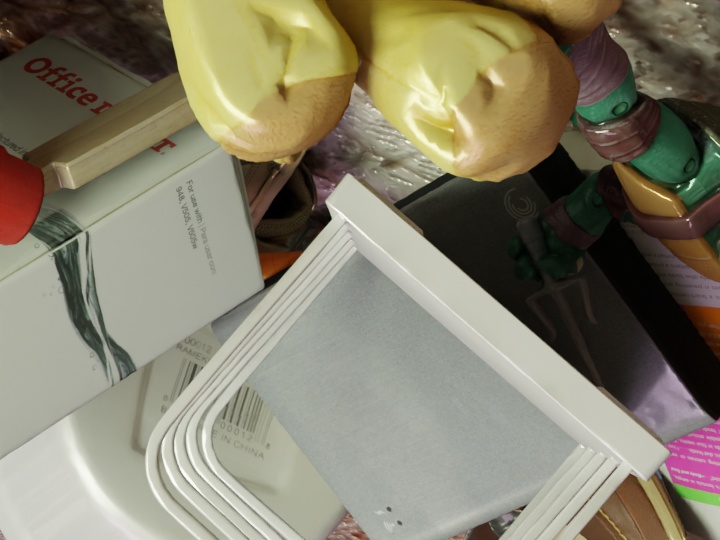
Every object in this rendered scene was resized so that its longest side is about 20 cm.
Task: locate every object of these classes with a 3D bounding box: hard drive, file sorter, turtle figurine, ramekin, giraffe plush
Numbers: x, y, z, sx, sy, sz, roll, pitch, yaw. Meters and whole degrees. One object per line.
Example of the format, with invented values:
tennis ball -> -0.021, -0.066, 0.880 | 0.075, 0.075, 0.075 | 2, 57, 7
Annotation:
hard drive -> 0.044, 0.036, 0.977 | 0.200, 0.033, 0.140 | -30, 101, 42
file sorter -> 0.011, 0.062, 0.838 | 0.139, 0.125, 0.200 | 41, 179, 2
turtle figurine -> 0.109, -0.020, 0.835 | 0.200, 0.101, 0.149 | 48, 163, -26
ramekin -> -0.090, 0.079, 1.186 | 0.200, 0.201, 0.098 | 30, 150, -14
giraffe plush -> -0.013, -0.107, 0.763 | 0.199, 0.173, 0.162 | 22, 172, 4

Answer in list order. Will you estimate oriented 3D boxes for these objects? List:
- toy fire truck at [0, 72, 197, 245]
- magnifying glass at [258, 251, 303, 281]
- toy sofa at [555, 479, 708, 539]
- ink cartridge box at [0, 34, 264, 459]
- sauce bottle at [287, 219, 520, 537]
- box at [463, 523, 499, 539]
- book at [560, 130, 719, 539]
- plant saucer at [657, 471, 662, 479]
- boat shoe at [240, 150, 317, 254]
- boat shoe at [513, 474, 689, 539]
toy fire truck -> -0.173, -0.072, 0.911 | 0.199, 0.129, 0.176 | 25, -170, -40
magnifying glass -> 0.000, 0.000, 1.045 | 0.199, 0.023, 0.080 | -4, 154, 1
toy sofa -> 0.181, 0.141, 1.106 | 0.199, 0.098, 0.083 | 0, 148, 43
ink cartridge box -> -0.161, -0.002, 0.960 | 0.146, 0.199, 0.083 | 32, 146, 43
sauce bottle -> 0.023, 0.061, 1.155 | 0.200, 0.065, 0.065 | 46, 151, -19
box -> 0.154, 0.234, 1.319 | 0.199, 0.165, 0.166 | 15, 157, 21
book -> 0.160, 0.034, 0.948 | 0.133, 0.048, 0.201 | 4, 130, 42
plant saucer -> 0.158, 0.093, 1.182 | 0.199, 0.028, 0.200 | 21, 158, 9
boat shoe -> -0.057, -0.029, 1.068 | 0.064, 0.072, 0.200 | 24, 156, 2
boat shoe -> 0.085, 0.088, 1.064 | 0.200, 0.067, 0.072 | 52, 168, 35
